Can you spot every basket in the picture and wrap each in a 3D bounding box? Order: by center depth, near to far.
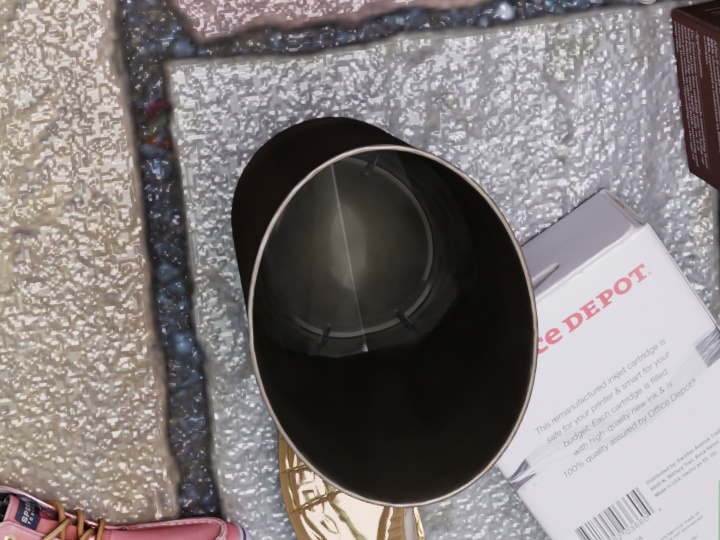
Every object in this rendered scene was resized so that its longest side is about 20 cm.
[{"bbox_3d":[0.000,0.000,1.012,0.136,0.200,0.181,-14,109,-5],"label":"basket"}]

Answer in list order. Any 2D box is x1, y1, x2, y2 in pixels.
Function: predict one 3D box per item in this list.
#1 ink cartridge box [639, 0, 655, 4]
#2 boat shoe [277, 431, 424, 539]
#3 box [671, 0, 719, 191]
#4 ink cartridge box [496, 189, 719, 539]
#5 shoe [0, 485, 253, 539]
[{"bbox_3d":[0.126,-0.267,1.013,0.200,0.084,0.176,39,97,-19],"label":"ink cartridge box"},{"bbox_3d":[-0.002,0.145,1.130,0.074,0.069,0.201,-11,88,0],"label":"boat shoe"},{"bbox_3d":[0.232,-0.081,1.031,0.075,0.200,0.100,-12,109,-7],"label":"box"},{"bbox_3d":[0.143,0.077,1.126,0.146,0.084,0.200,-35,110,2],"label":"ink cartridge box"},{"bbox_3d":[-0.163,0.160,1.101,0.200,0.072,0.091,-19,116,0],"label":"shoe"}]
